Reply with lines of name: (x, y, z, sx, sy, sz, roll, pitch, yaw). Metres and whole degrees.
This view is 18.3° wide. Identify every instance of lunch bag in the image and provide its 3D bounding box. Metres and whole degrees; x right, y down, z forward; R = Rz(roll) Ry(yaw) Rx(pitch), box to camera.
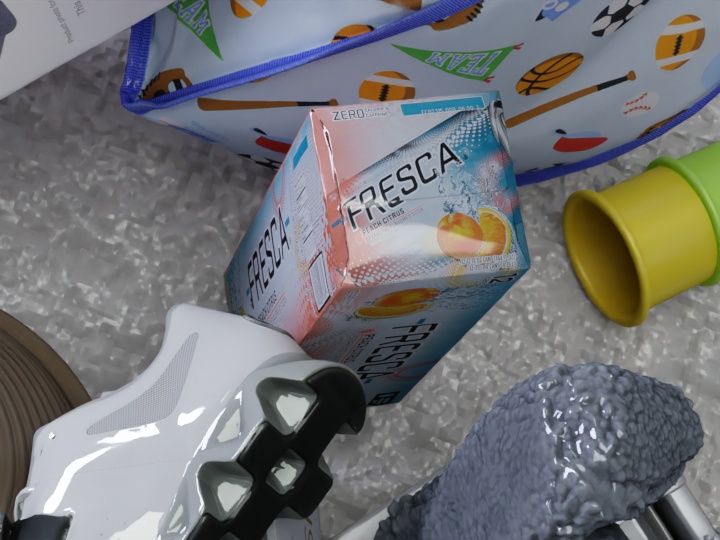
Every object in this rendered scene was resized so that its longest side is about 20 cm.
lunch bag: (0.040, -0.106, 0.816, 0.170, 0.199, 0.125, 17, 68, -51)

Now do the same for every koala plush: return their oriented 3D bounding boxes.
koala plush: (0.111, 0.146, 0.783, 0.199, 0.184, 0.178, 8, 60, -31)

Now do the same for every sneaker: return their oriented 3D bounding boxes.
sneaker: (-0.089, 0.098, 0.750, 0.088, 0.074, 0.200, 29, 73, 32)

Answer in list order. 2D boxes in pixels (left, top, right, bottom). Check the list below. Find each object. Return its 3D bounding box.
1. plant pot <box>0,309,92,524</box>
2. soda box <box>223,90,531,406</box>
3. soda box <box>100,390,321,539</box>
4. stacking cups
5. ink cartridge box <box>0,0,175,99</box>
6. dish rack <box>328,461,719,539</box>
plant pot: (-0.181, 0.081, 0.787, 0.200, 0.093, 0.202, 4, 64, -8)
soda box: (0.000, 0.000, 0.805, 0.068, 0.200, 0.064, -6, 76, -14)
soda box: (-0.050, 0.141, 0.791, 0.068, 0.064, 0.201, -9, 67, 13)
stacking cups: (0.180, -0.042, 0.935, 0.199, 0.061, 0.061, -24, 80, -22)
ink cartridge box: (-0.178, -0.120, 0.776, 0.199, 0.084, 0.145, -30, 56, -5)
dish rack: (0.077, 0.166, 0.858, 0.171, 0.044, 0.201, -30, 82, -18)
